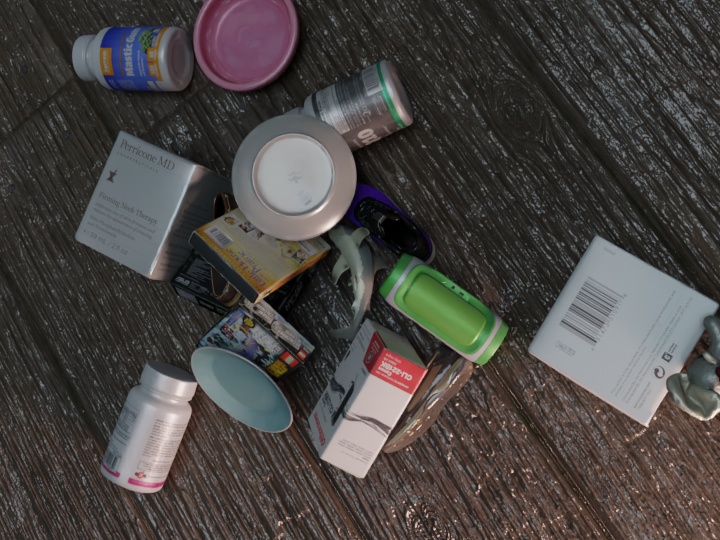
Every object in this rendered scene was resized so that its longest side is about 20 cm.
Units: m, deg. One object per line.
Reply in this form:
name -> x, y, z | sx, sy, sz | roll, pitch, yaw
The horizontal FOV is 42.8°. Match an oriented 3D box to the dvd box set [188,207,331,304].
dvd box set -> -0.155, -0.041, 1.455 | 0.146, 0.200, 0.029 | 42, 129, 9

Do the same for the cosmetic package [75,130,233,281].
cosmetic package -> -0.346, -0.103, 1.572 | 0.166, 0.166, 0.202 | 24, 92, 18

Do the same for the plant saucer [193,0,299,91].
plant saucer -> -0.195, -0.410, 1.609 | 0.199, 0.051, 0.203 | -1, 86, 18

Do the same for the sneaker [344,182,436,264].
sneaker -> 0.034, -0.085, 1.481 | 0.200, 0.099, 0.070 | 37, 95, 17

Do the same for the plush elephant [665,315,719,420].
plush elephant -> 0.501, 0.128, 1.208 | 0.154, 0.164, 0.202 | 21, 120, 40

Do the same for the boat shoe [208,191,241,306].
boat shoe -> -0.222, -0.038, 1.492 | 0.070, 0.070, 0.201 | -28, 47, 31

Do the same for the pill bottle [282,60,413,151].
pill bottle -> -0.023, -0.253, 1.508 | 0.199, 0.113, 0.114 | -22, 79, 15

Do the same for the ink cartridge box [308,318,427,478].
ink cartridge box -> 0.007, 0.197, 1.431 | 0.083, 0.144, 0.201 | 27, 99, -17

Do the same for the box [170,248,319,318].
box -> -0.194, 0.005, 1.542 | 0.199, 0.044, 0.161 | 23, 65, 18

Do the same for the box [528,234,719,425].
box -> 0.381, 0.087, 1.339 | 0.199, 0.131, 0.200 | 32, 95, 17

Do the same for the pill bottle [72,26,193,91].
pill bottle -> -0.409, -0.379, 1.644 | 0.198, 0.112, 0.113 | 4, 87, 17

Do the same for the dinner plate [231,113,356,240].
dinner plate -> -0.105, -0.148, 1.445 | 0.198, 0.024, 0.202 | 0, 89, -1

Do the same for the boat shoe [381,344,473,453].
boat shoe -> 0.093, 0.203, 1.462 | 0.200, 0.074, 0.073 | -47, 64, 0

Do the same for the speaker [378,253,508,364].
speaker -> 0.129, 0.059, 1.427 | 0.199, 0.088, 0.089 | 35, 96, 1

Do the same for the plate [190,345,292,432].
plate -> -0.192, 0.190, 1.510 | 0.199, 0.201, 0.026 | 22, 51, 18

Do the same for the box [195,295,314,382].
box -> -0.174, 0.122, 1.479 | 0.137, 0.040, 0.200 | 42, 143, -6

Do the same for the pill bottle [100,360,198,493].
pill bottle -> -0.358, 0.266, 1.572 | 0.113, 0.113, 0.202 | 23, 93, 18

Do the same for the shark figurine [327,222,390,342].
shark figurine -> 0.010, 0.014, 1.498 | 0.128, 0.089, 0.217 | -24, 67, 49
